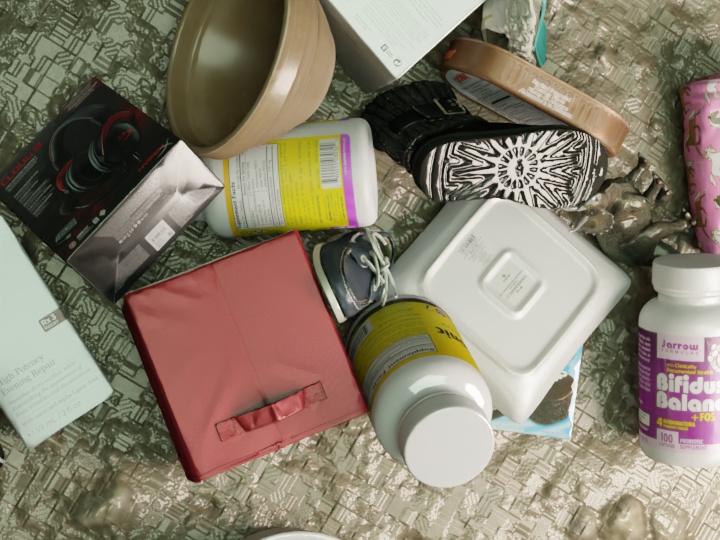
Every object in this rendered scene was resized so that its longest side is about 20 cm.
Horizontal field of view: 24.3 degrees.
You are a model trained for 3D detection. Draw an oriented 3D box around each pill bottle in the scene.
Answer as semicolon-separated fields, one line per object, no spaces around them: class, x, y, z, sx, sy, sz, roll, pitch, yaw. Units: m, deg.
pill bottle;0.334;0.087;1.669;0.112;0.112;0.200;-5;101;-11
pill bottle;-0.087;-0.086;1.586;0.200;0.104;0.104;-4;92;5
pill bottle;0.057;0.111;1.524;0.111;0.200;0.112;-5;116;-10

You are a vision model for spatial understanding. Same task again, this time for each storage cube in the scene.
storage cube;-0.113;0.082;1.552;0.171;0.200;0.180;-22;89;-10

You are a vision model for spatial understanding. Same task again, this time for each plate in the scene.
plate;0.146;0.015;1.654;0.200;0.032;0.200;41;73;-2

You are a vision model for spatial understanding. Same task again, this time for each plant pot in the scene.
plant pot;-0.089;-0.192;1.527;0.093;0.201;0.201;16;88;-36

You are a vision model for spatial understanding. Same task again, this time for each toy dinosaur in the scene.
toy dinosaur;0.273;-0.051;1.691;0.102;0.077;0.200;-38;135;10

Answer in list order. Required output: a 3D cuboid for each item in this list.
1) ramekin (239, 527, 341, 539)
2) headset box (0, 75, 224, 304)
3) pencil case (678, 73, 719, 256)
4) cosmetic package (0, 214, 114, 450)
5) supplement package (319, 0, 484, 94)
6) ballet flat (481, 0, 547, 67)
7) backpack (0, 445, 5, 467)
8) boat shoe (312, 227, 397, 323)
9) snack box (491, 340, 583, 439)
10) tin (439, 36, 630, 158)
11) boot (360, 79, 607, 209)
ramekin;-0.070;0.344;1.613;0.200;0.098;0.201;0;91;-12
headset box;-0.240;-0.080;1.531;0.149;0.200;0.075;-47;132;-6
pencil case;0.379;-0.105;1.703;0.086;0.083;0.200;-10;93;-29
cosmetic package;-0.325;0.056;1.567;0.102;0.074;0.200;-34;99;-9
supplement package;0.044;-0.295;1.594;0.200;0.151;0.152;-42;97;-8
ballet flat;0.147;-0.234;1.599;0.072;0.200;0.072;-1;77;4
backpack;-0.405;0.125;1.489;0.150;0.200;0.178;-35;101;-5
boat shoe;0.000;0.000;1.565;0.062;0.200;0.075;-17;95;9
snack box;0.120;0.099;1.676;0.200;0.037;0.116;8;88;-11
tin;0.170;-0.167;1.641;0.200;0.112;0.042;27;80;-10
boot;0.118;-0.126;1.617;0.211;0.158;0.080;2;112;-22
